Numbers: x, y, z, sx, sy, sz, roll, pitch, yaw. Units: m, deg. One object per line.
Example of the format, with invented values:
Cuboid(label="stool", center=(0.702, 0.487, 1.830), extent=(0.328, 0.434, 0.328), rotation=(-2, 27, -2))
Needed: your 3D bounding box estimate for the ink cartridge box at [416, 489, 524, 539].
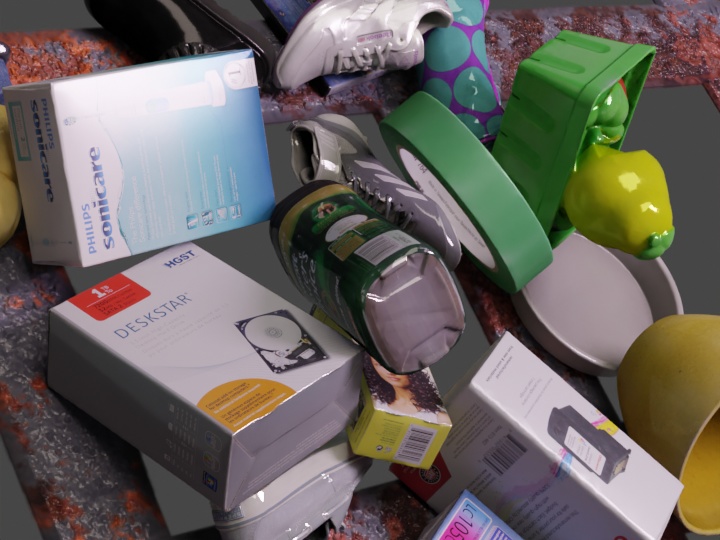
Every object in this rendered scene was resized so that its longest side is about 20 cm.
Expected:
Cuboid(label="ink cartridge box", center=(0.114, 0.296, 1.311), extent=(0.200, 0.076, 0.137), rotation=(42, 45, 0))

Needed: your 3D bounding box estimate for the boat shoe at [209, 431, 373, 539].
Cuboid(label="boat shoe", center=(-0.046, 0.183, 1.307), extent=(0.200, 0.070, 0.072), rotation=(-24, 101, -54))

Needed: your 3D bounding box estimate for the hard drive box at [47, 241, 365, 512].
Cuboid(label="hard drive box", center=(-0.122, 0.076, 1.277), extent=(0.199, 0.077, 0.155), rotation=(29, 39, 28))

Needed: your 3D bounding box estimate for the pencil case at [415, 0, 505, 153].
Cuboid(label="pencil case", center=(0.102, -0.197, 1.655), extent=(0.091, 0.085, 0.202), rotation=(-14, 66, 10))

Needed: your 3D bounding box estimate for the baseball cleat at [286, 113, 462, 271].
Cuboid(label="baseball cleat", center=(0.004, -0.064, 1.517), extent=(0.200, 0.070, 0.106), rotation=(45, 31, 20))

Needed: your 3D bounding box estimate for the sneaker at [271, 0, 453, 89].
Cuboid(label="sneaker", center=(0.004, -0.228, 1.594), extent=(0.199, 0.075, 0.100), rotation=(-36, 76, -17))

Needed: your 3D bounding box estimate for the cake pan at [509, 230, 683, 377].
Cuboid(label="cake pan", center=(0.227, 0.022, 1.615), extent=(0.199, 0.037, 0.202), rotation=(17, 50, -20))

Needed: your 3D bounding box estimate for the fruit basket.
Cuboid(label="fruit basket", center=(0.226, -0.098, 1.535), extent=(0.216, 0.216, 0.155), rotation=(45, 46, 6))

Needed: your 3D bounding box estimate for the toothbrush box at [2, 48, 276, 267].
Cuboid(label="toothbrush box", center=(-0.178, -0.095, 1.344), extent=(0.199, 0.085, 0.148), rotation=(-18, 103, -39))

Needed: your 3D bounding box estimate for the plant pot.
Cuboid(label="plant pot", center=(0.319, 0.120, 1.513), extent=(0.199, 0.202, 0.142), rotation=(-9, 35, -36))

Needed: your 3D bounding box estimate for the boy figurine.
Cuboid(label="boy figurine", center=(-0.310, -0.102, 1.358), extent=(0.123, 0.065, 0.202), rotation=(3, 56, -31))

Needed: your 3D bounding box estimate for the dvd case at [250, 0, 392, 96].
Cuboid(label="dvd case", center=(-0.008, -0.262, 1.700), extent=(0.199, 0.018, 0.143), rotation=(-25, 72, -41))

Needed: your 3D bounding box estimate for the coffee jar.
Cuboid(label="coffee jar", center=(0.000, 0.000, 1.325), extent=(0.085, 0.105, 0.200), rotation=(-32, 30, -12))

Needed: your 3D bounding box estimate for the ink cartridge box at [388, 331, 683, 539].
Cuboid(label="ink cartridge box", center=(0.146, 0.174, 1.372), extent=(0.200, 0.146, 0.083), rotation=(41, 43, 1))

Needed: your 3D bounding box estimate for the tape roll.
Cuboid(label="tape roll", center=(0.096, -0.071, 1.501), extent=(0.048, 0.200, 0.201), rotation=(-39, 79, -4))

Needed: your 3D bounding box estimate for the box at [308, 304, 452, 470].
Cuboid(label="box", center=(0.014, 0.081, 1.379), extent=(0.075, 0.050, 0.201), rotation=(14, 27, -23))

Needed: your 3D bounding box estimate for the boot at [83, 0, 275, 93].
Cuboid(label="boot", center=(-0.177, -0.187, 1.493), extent=(0.210, 0.080, 0.159), rotation=(27, 47, -13))
